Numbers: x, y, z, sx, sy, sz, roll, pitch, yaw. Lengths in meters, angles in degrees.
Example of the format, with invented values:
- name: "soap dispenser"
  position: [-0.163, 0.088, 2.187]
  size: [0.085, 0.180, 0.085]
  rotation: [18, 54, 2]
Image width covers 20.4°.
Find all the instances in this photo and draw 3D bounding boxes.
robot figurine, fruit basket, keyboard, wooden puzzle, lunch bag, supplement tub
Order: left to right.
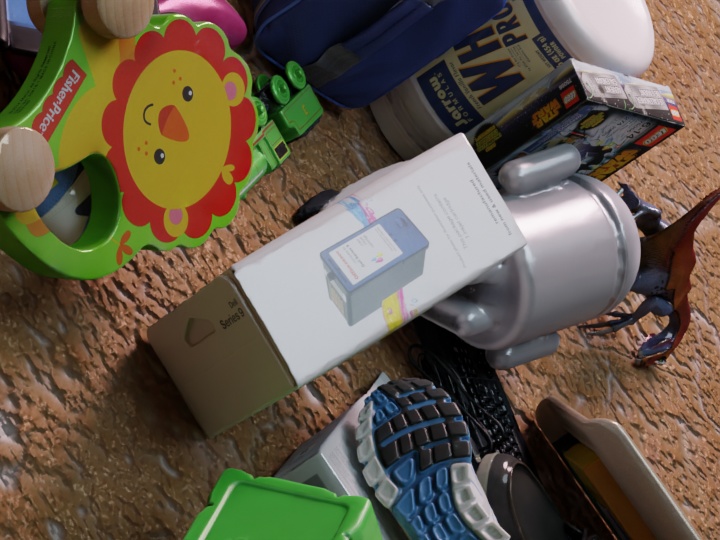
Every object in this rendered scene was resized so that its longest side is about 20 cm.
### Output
- name: "fruit basket"
  position: [-0.050, 0.245, 1.132]
  size: [0.216, 0.155, 0.217]
  rotation: [10, 90, -76]
- name: "lunch bag"
  position: [0.017, -0.222, 1.499]
  size: [0.136, 0.200, 0.133]
  rotation: [27, 42, -38]
- name: "keyboard"
  position: [0.097, 0.109, 1.477]
  size: [0.104, 0.040, 0.201]
  rotation: [3, 58, -53]
- name: "supplement tub"
  position: [0.116, -0.170, 1.584]
  size: [0.145, 0.200, 0.146]
  rotation: [32, 41, -33]
- name: "robot figurine"
  position: [0.128, -0.009, 1.483]
  size: [0.199, 0.170, 0.113]
  rotation: [-15, 32, -39]
- name: "wooden puzzle"
  position: [0.198, 0.180, 1.471]
  size: [0.185, 0.037, 0.200]
  rotation: [55, -6, -4]

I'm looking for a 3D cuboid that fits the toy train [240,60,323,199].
- name: "toy train"
  position: [-0.080, -0.090, 1.417]
  size: [0.057, 0.042, 0.200]
  rotation: [61, 32, -15]

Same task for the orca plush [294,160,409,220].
- name: "orca plush"
  position: [0.000, 0.000, 1.421]
  size: [0.200, 0.105, 0.071]
  rotation: [-66, 149, -55]

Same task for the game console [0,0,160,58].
- name: "game console"
  position: [-0.204, -0.231, 1.260]
  size: [0.173, 0.118, 0.201]
  rotation: [77, -1, -46]

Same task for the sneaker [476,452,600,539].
- name: "sneaker"
  position: [0.160, 0.202, 1.390]
  size: [0.201, 0.106, 0.075]
  rotation: [61, 34, -21]

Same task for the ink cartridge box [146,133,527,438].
- name: "ink cartridge box"
  position: [-0.017, 0.011, 1.262]
  size: [0.200, 0.145, 0.088]
  rotation: [-29, 87, -32]

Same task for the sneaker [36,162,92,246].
- name: "sneaker"
  position: [-0.160, -0.080, 1.280]
  size: [0.082, 0.074, 0.200]
  rotation: [55, 41, -7]

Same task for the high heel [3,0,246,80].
- name: "high heel"
  position: [-0.150, -0.148, 1.338]
  size: [0.199, 0.067, 0.096]
  rotation: [9, 47, -43]

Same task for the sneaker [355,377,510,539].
- name: "sneaker"
  position: [0.055, 0.163, 1.290]
  size: [0.087, 0.075, 0.201]
  rotation: [74, -8, -61]

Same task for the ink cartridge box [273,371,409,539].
- name: "ink cartridge box"
  position: [0.024, 0.167, 1.357]
  size: [0.160, 0.047, 0.200]
  rotation: [55, 17, -3]

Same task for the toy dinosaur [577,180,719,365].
- name: "toy dinosaur"
  position: [0.247, 0.017, 1.657]
  size: [0.181, 0.199, 0.105]
  rotation: [39, 65, -38]

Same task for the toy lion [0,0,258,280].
- name: "toy lion"
  position: [-0.142, -0.076, 1.196]
  size: [0.192, 0.068, 0.201]
  rotation: [51, 56, -40]

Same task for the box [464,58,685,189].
- name: "box"
  position: [0.132, -0.084, 1.536]
  size: [0.137, 0.200, 0.040]
  rotation: [6, 57, -49]
